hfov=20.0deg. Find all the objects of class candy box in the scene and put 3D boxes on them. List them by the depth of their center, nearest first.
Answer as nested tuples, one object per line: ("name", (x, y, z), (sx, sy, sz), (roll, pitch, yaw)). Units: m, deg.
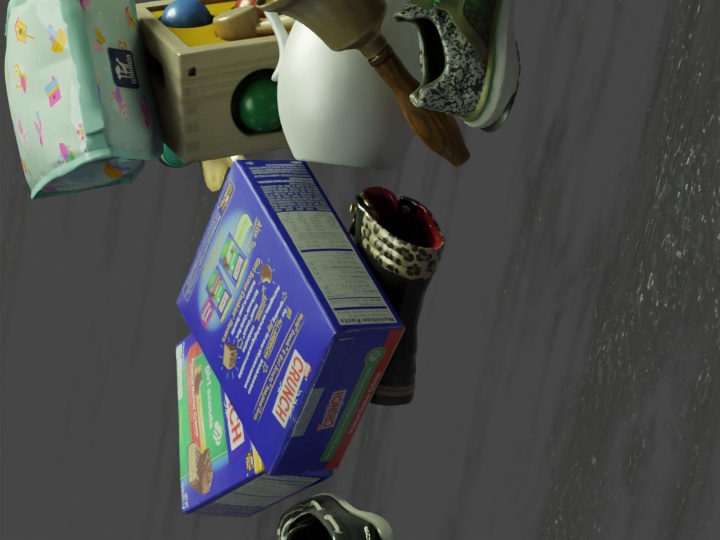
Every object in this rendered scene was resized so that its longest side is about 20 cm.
("candy box", (-0.060, 0.037, 1.664), (0.201, 0.076, 0.170), (60, 139, 35))
("candy box", (-0.102, 0.126, 1.883), (0.200, 0.076, 0.171), (-34, 56, 58))

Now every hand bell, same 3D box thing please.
("hand bell", (0.021, -0.161, 1.574), (0.104, 0.200, 0.104), (-36, 18, 14))

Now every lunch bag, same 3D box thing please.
("lunch bag", (-0.247, -0.162, 1.801), (0.200, 0.121, 0.172), (155, 105, -74))

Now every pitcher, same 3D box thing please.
("pitcher", (-0.025, -0.189, 1.672), (0.170, 0.121, 0.202), (7, 93, 29))

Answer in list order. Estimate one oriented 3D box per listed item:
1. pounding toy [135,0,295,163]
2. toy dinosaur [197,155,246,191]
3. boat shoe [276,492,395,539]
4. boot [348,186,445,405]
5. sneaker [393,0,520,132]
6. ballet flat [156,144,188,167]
("pounding toy", (-0.091, -0.191, 1.804), (0.200, 0.183, 0.143), (-136, 41, -57))
("toy dinosaur", (-0.147, -0.131, 2.032), (0.200, 0.058, 0.102), (-158, 70, -63))
("boat shoe", (-0.037, 0.236, 1.776), (0.200, 0.060, 0.075), (-171, 83, -64))
("boot", (0.000, 0.000, 1.696), (0.200, 0.073, 0.152), (52, 136, 48))
("sneaker", (0.068, -0.207, 1.541), (0.077, 0.088, 0.202), (-19, 72, 59))
("ballet flat", (-0.188, -0.207, 2.119), (0.068, 0.067, 0.202), (-114, 33, -64))
